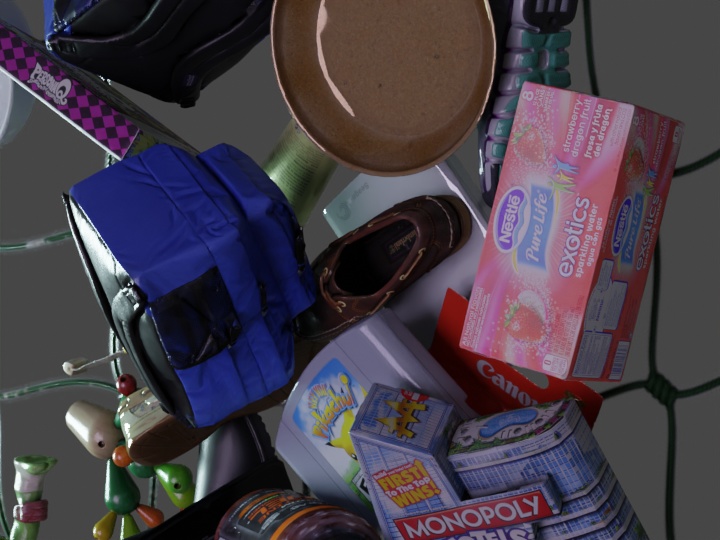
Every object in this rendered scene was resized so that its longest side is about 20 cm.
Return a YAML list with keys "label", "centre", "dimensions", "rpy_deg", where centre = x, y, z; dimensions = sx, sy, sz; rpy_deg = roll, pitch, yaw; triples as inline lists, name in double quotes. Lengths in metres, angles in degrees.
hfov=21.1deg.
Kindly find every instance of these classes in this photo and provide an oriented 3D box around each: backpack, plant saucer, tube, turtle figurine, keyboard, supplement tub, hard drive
- label: "backpack"
  centre: [-0.148, -0.256, 1.566]
  dimensions: [0.199, 0.162, 0.170]
  rpy_deg: [-27, 62, 40]
- label: "plant saucer"
  centre: [0.023, -0.173, 1.468]
  dimensions: [0.199, 0.035, 0.202]
  rpy_deg: [8, 106, 31]
- label: "tube"
  centre: [-0.053, -0.085, 1.625]
  dimensions: [0.201, 0.051, 0.058]
  rpy_deg: [-57, 26, 35]
- label: "turtle figurine"
  centre: [-0.330, 0.287, 1.868]
  dimensions: [0.142, 0.200, 0.196]
  rpy_deg: [-2, 97, 2]
- label: "backpack"
  centre: [-0.121, 0.018, 1.543]
  dimensions: [0.163, 0.166, 0.201]
  rpy_deg: [-124, 16, -48]
- label: "keyboard"
  centre: [-0.126, 0.242, 1.637]
  dimensions: [0.039, 0.199, 0.105]
  rpy_deg: [-11, 101, 45]
- label: "supplement tub"
  centre: [-0.041, 0.235, 1.540]
  dimensions: [0.200, 0.106, 0.108]
  rpy_deg: [-178, 75, -67]
- label: "hard drive"
  centre: [0.065, -0.004, 1.565]
  dimensions: [0.132, 0.026, 0.201]
  rpy_deg: [-42, 76, 36]

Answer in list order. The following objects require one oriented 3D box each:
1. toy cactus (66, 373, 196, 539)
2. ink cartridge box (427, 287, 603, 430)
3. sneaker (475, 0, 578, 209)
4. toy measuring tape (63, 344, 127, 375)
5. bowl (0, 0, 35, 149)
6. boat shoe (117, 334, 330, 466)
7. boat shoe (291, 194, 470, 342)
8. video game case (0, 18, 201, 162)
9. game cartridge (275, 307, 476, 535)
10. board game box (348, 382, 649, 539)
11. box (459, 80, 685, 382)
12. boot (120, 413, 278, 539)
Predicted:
- label: "toy cactus"
  centre: [-0.221, 0.173, 1.794]
  dimensions: [0.164, 0.102, 0.202]
  rpy_deg: [28, 126, 40]
- label: "ink cartridge box"
  centre: [0.094, 0.138, 1.535]
  dimensions: [0.162, 0.057, 0.201]
  rpy_deg: [35, 139, 24]
- label: "sneaker"
  centre: [0.113, -0.149, 1.478]
  dimensions: [0.087, 0.074, 0.202]
  rpy_deg: [26, 111, 50]
- label: "toy measuring tape"
  centre: [-0.206, 0.038, 1.755]
  dimensions: [0.199, 0.073, 0.074]
  rpy_deg: [-22, 88, 38]
- label: "bowl"
  centre: [-0.364, -0.194, 1.801]
  dimensions: [0.200, 0.090, 0.203]
  rpy_deg: [11, 109, 35]
- label: "boat shoe"
  centre: [-0.121, 0.092, 1.666]
  dimensions: [0.199, 0.073, 0.063]
  rpy_deg: [-29, 50, 2]
- label: "boat shoe"
  centre: [0.000, 0.000, 1.555]
  dimensions: [0.200, 0.070, 0.071]
  rpy_deg: [-40, 79, 38]
- label: "video game case"
  centre: [-0.221, -0.136, 1.654]
  dimensions: [0.199, 0.181, 0.036]
  rpy_deg: [37, 94, 25]
- label: "game cartridge"
  centre: [0.004, 0.125, 1.559]
  dimensions: [0.134, 0.040, 0.200]
  rpy_deg: [50, 137, 16]
- label: "board game box"
  centre: [0.087, 0.169, 1.456]
  dimensions: [0.199, 0.062, 0.201]
  rpy_deg: [-15, 119, 32]
- label: "box"
  centre: [0.154, -0.026, 1.411]
  dimensions: [0.094, 0.102, 0.202]
  rpy_deg: [16, 95, 30]
- label: "boot"
  centre: [-0.149, 0.218, 1.687]
  dimensions: [0.076, 0.167, 0.202]
  rpy_deg: [-8, 98, 56]
